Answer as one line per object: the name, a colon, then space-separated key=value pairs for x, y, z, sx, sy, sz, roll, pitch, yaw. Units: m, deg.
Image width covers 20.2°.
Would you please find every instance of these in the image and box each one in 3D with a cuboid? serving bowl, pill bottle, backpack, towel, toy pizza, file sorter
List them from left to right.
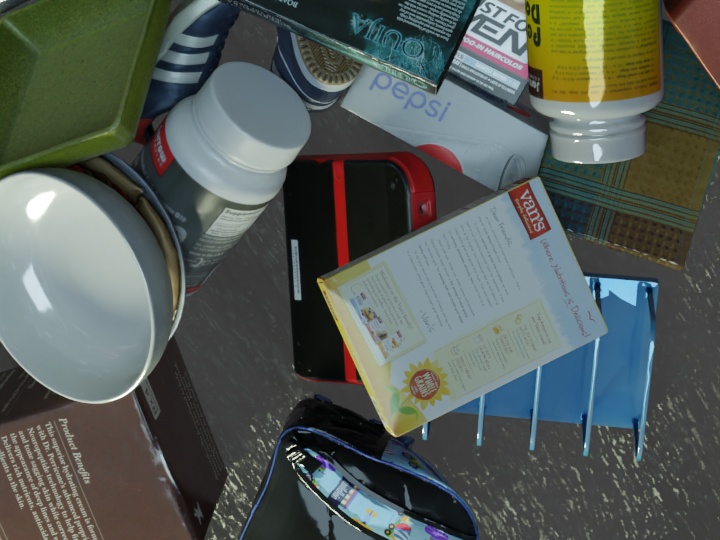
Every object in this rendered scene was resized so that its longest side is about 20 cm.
serving bowl: x=-0.225 y=0.004 z=1.644 sx=0.200 sy=0.066 sz=0.200 roll=17 pitch=121 yaw=30
toy pizza: x=-0.231 y=-0.013 z=1.707 sx=0.200 sy=0.032 sz=0.201 roll=16 pitch=119 yaw=31
pill bottle: x=-0.134 y=-0.077 z=1.708 sx=0.114 sy=0.114 sz=0.200 roll=37 pitch=127 yaw=-6
backpack: x=0.004 y=0.225 z=1.803 sx=0.200 sy=0.135 sz=0.183 roll=21 pitch=107 yaw=0
file sorter: x=0.155 y=0.082 z=1.752 sx=0.200 sy=0.123 sz=0.139 roll=5 pitch=107 yaw=4
pill bottle: x=0.186 y=-0.191 z=1.612 sx=0.109 sy=0.109 sz=0.200 roll=-2 pitch=106 yaw=6
towel: x=0.232 y=-0.115 z=1.694 sx=0.146 sy=0.022 sz=0.200 roll=18 pitch=85 yaw=-6

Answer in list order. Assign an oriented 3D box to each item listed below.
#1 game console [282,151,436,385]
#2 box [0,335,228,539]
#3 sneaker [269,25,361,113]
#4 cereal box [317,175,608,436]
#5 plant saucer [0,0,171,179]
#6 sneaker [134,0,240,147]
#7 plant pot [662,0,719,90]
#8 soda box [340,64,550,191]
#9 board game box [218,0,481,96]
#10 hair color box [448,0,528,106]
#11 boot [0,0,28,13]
game console: x=0.000 y=0.000 z=1.728 sx=0.177 sy=0.031 sz=0.200 roll=2 pitch=97 yaw=50
box: x=-0.247 y=0.170 z=1.796 sx=0.200 sy=0.164 sz=0.166 roll=-17 pitch=105 yaw=10
sneaker: x=-0.046 y=-0.231 z=1.709 sx=0.070 sy=0.109 sz=0.200 roll=-6 pitch=74 yaw=-12
cereal box: x=0.084 y=0.028 z=1.643 sx=0.200 sy=0.040 sz=0.144 roll=-25 pitch=97 yaw=-7
plant saucer: x=-0.240 y=-0.154 z=1.678 sx=0.199 sy=0.200 sz=0.048 roll=-16 pitch=137 yaw=33
sneaker: x=-0.139 y=-0.183 z=1.734 sx=0.200 sy=0.075 sz=0.085 roll=-40 pitch=105 yaw=21
plant pot: x=0.349 y=-0.210 z=1.604 sx=0.176 sy=0.200 sz=0.200 roll=-35 pitch=100 yaw=14
soda box: x=0.086 y=-0.127 z=1.726 sx=0.200 sy=0.063 sz=0.068 roll=29 pitch=108 yaw=-4
board game box: x=-0.001 y=-0.241 z=1.637 sx=0.200 sy=0.028 sz=0.135 roll=25 pitch=78 yaw=6
hair color box: x=0.133 y=-0.250 z=1.688 sx=0.099 sy=0.061 sz=0.200 roll=27 pitch=107 yaw=-2
boot: x=-0.284 y=-0.257 z=1.690 sx=0.200 sy=0.132 sz=0.070 roll=-24 pitch=103 yaw=12
